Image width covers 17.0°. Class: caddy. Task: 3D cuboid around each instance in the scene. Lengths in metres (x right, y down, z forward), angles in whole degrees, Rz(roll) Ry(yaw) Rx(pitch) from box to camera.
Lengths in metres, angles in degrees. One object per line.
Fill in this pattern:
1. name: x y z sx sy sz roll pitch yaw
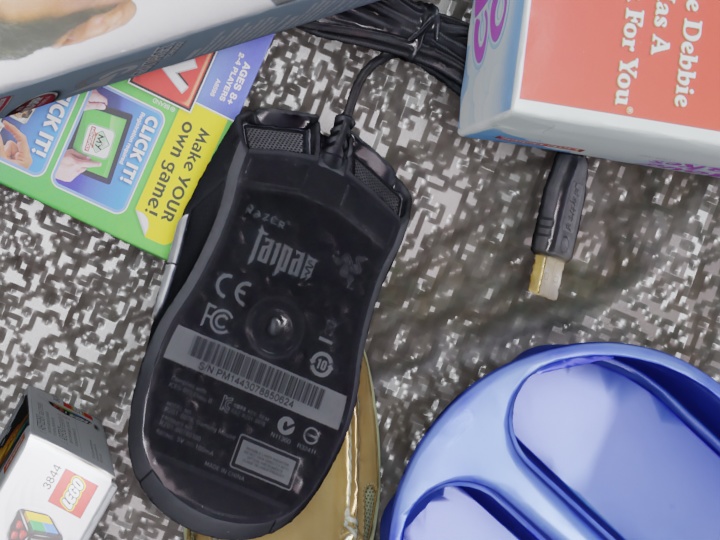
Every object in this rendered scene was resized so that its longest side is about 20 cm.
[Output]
1. caddy: 0.097 0.113 0.830 0.200 0.105 0.142 42 89 -8

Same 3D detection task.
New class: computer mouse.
1. computer mouse: 0.000 0.000 0.812 0.140 0.046 0.202 18 78 -19

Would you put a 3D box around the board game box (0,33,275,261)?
1. board game box: -0.082 -0.121 0.799 0.134 0.029 0.201 25 87 -23

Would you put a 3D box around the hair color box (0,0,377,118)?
1. hair color box: -0.061 -0.118 0.748 0.199 0.061 0.100 -19 90 -17

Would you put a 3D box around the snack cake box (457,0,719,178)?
1. snack cake box: 0.105 -0.136 0.792 0.114 0.067 0.202 9 85 -13

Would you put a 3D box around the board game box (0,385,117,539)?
1. board game box: -0.143 0.138 0.791 0.034 0.126 0.201 29 89 -9

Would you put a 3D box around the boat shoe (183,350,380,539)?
1. boat shoe: -0.028 0.107 0.828 0.071 0.076 0.202 4 91 -5
